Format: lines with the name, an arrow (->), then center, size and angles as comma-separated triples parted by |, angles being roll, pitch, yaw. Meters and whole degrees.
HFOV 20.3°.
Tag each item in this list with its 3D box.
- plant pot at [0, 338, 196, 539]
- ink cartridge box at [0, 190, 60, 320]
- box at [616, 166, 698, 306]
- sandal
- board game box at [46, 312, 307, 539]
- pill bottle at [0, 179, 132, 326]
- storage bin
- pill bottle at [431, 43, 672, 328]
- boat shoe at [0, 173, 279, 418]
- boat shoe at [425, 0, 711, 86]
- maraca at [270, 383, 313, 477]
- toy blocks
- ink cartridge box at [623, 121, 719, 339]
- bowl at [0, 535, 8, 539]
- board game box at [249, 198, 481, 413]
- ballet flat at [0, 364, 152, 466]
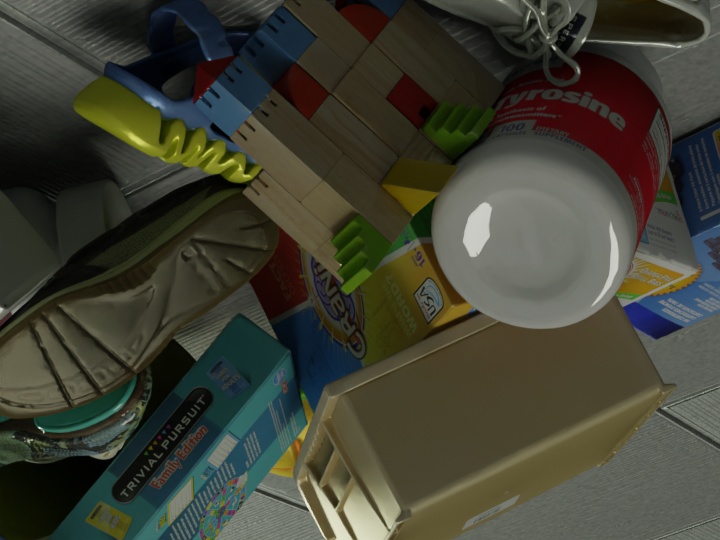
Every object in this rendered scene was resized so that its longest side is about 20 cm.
plant pot -> -0.186, 0.103, 1.422 | 0.186, 0.188, 0.200 | -22, 164, 22
ink cartridge box -> -0.297, 0.011, 1.158 | 0.200, 0.146, 0.084 | -38, -175, 25
box -> 0.106, -0.014, 1.342 | 0.199, 0.102, 0.112 | -27, 156, 29
sandal -> -0.074, -0.099, 1.161 | 0.200, 0.079, 0.087 | 15, 105, -60
board game box -> -0.119, 0.140, 1.320 | 0.200, 0.047, 0.151 | -50, 163, -16
pill bottle -> -0.241, 0.010, 1.267 | 0.199, 0.110, 0.110 | -14, 153, 7
storage bin -> 0.073, 0.103, 1.278 | 0.199, 0.094, 0.199 | -24, 164, -17
pill bottle -> 0.117, -0.060, 1.153 | 0.112, 0.200, 0.113 | 8, 121, 14
boat shoe -> -0.141, 0.013, 1.183 | 0.200, 0.066, 0.072 | -34, 121, -2
boat shoe -> 0.107, -0.146, 1.113 | 0.201, 0.087, 0.075 | 3, 150, -25
maraca -> -0.018, 0.094, 1.525 | 0.199, 0.107, 0.137 | -17, 167, -42
toy blocks -> -0.012, -0.093, 1.095 | 0.137, 0.200, 0.100 | 42, 138, -6
ink cartridge box -> 0.227, -0.023, 1.413 | 0.199, 0.077, 0.136 | -24, 150, 29
bowl -> -0.222, 0.207, 1.275 | 0.200, 0.039, 0.201 | 31, 162, 11
board game box -> 0.000, 0.000, 1.283 | 0.040, 0.154, 0.200 | -16, 159, -32
ballet flat -> -0.185, 0.091, 1.260 | 0.199, 0.075, 0.074 | -6, 162, 43
